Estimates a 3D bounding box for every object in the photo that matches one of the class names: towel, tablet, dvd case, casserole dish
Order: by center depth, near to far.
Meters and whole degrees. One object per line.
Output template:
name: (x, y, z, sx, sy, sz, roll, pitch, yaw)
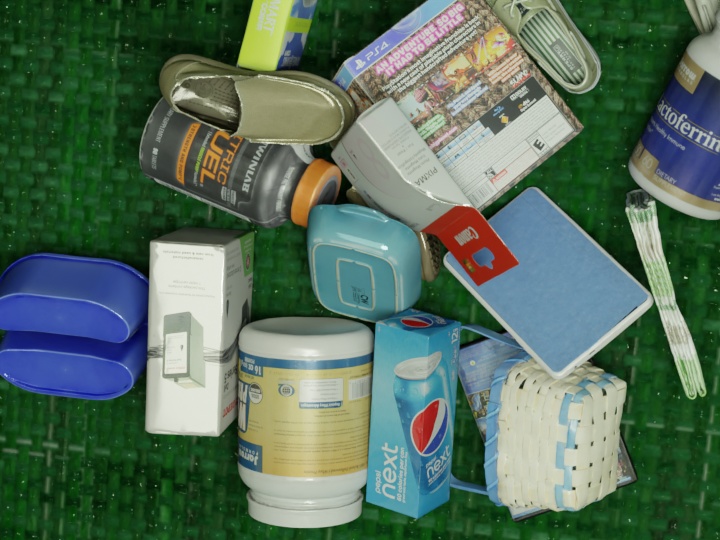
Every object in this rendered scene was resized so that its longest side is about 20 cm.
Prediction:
towel: (0.309, 0.019, 1.636, 0.031, 0.149, 0.201, -18, 95, 12)
tablet: (0.187, 0.010, 1.655, 0.130, 0.014, 0.200, -38, 53, -6)
casserole dish: (0.000, 0.000, 1.671, 0.120, 0.200, 0.039, 14, 63, 10)
dvd case: (0.196, 0.154, 1.740, 0.142, 0.018, 0.201, -20, 93, 11)

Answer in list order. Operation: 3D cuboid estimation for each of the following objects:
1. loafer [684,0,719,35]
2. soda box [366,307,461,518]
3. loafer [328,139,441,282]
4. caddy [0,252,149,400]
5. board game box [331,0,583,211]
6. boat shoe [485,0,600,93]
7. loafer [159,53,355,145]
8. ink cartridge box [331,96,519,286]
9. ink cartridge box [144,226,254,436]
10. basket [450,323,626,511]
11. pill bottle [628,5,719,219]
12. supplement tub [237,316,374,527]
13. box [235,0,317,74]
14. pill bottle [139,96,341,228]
loafer: (0.318, -0.312, 1.630, 0.070, 0.070, 0.200, -37, 91, 4)
soda box: (0.054, 0.146, 1.681, 0.068, 0.064, 0.201, 15, 111, 33)
loafer: (0.026, -0.076, 1.714, 0.067, 0.076, 0.201, -23, 85, 14)
caddy: (-0.309, 0.056, 1.773, 0.199, 0.105, 0.142, 7, 122, 9)
board game box: (0.094, -0.164, 1.645, 0.159, 0.097, 0.200, -38, 90, -14)
boat shoe: (0.174, -0.264, 1.665, 0.072, 0.062, 0.200, -44, 88, 12)
loafer: (-0.105, -0.160, 1.610, 0.199, 0.068, 0.076, 10, 118, 0)
ink cartridge box: (0.057, -0.063, 1.588, 0.057, 0.163, 0.200, -33, 89, -13)
ink cartridge box: (-0.169, 0.062, 1.726, 0.084, 0.146, 0.201, 4, 99, 8)
basket: (0.167, 0.160, 1.674, 0.199, 0.139, 0.177, 14, 108, 34)
pill bottle: (0.354, -0.161, 1.600, 0.115, 0.116, 0.201, 27, 115, 5)
supplement tub: (-0.058, 0.157, 1.720, 0.144, 0.145, 0.201, 2, 97, 9)
box: (-0.077, -0.280, 1.676, 0.047, 0.122, 0.201, 17, 100, 6)
pill bottle: (-0.121, -0.111, 1.699, 0.199, 0.106, 0.107, 22, 101, 17)
